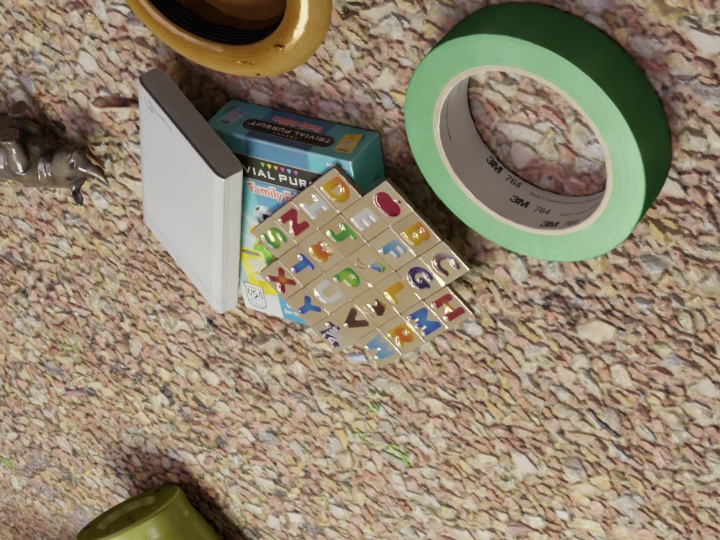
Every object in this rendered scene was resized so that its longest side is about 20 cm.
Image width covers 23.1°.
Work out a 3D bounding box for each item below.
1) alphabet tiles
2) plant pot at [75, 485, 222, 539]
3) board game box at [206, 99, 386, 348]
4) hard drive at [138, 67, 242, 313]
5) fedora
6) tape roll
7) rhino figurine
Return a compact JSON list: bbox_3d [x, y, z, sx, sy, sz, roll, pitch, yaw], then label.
[{"bbox_3d":[0.000,0.000,1.473,0.166,0.006,0.200,47,139,-8],"label":"alphabet tiles"},{"bbox_3d":[-0.213,0.346,1.925,0.200,0.200,0.193,-14,104,46],"label":"plant pot"},{"bbox_3d":[-0.045,-0.039,1.517,0.151,0.047,0.200,15,135,30],"label":"board game box"},{"bbox_3d":[-0.150,-0.066,1.545,0.132,0.027,0.200,49,154,25],"label":"hard drive"},{"bbox_3d":[-0.099,-0.242,1.346,0.200,0.082,0.201,18,136,19],"label":"fedora"},{"bbox_3d":[0.130,-0.100,1.311,0.200,0.048,0.201,23,138,23],"label":"tape roll"},{"bbox_3d":[-0.316,-0.113,1.666,0.200,0.060,0.088,19,150,24],"label":"rhino figurine"}]
